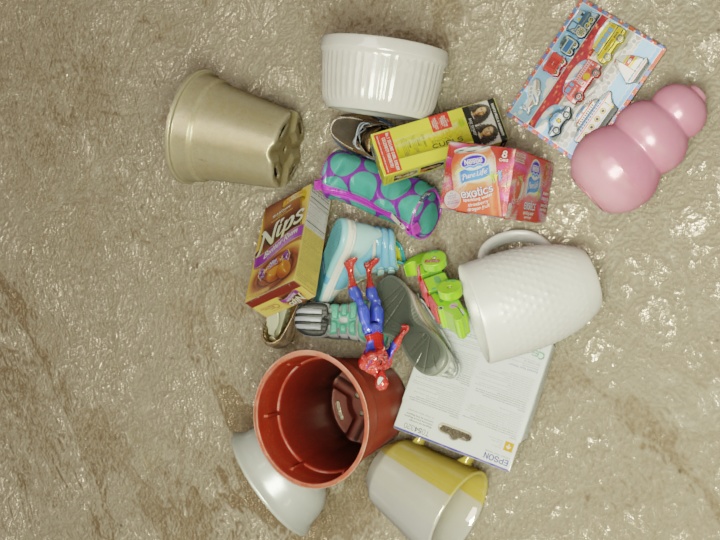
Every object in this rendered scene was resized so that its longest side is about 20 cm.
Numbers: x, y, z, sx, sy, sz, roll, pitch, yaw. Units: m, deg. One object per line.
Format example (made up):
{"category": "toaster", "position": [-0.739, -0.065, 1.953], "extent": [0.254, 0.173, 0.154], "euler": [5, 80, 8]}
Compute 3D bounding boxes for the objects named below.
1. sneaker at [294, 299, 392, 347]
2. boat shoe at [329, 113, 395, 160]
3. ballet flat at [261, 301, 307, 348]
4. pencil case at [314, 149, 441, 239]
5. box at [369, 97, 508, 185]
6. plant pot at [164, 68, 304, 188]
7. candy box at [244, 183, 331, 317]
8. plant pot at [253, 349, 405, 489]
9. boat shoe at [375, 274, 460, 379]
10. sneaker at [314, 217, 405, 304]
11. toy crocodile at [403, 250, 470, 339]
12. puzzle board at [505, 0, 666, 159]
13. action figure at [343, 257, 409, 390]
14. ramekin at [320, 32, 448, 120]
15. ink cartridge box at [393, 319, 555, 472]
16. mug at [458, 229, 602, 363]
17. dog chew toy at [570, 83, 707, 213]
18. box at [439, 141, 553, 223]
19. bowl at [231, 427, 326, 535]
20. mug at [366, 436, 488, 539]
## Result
{"category": "sneaker", "position": [-0.006, 0.085, 1.377], "extent": [0.198, 0.088, 0.075], "euler": [8, 83, 4]}
{"category": "boat shoe", "position": [0.026, -0.215, 1.356], "extent": [0.199, 0.072, 0.073], "euler": [20, 98, 27]}
{"category": "ballet flat", "position": [-0.123, 0.041, 1.431], "extent": [0.068, 0.067, 0.202], "euler": [18, 97, 27]}
{"category": "pencil case", "position": [0.030, -0.124, 1.342], "extent": [0.199, 0.092, 0.086], "euler": [25, 141, 27]}
{"category": "box", "position": [0.118, -0.196, 1.270], "extent": [0.198, 0.050, 0.076], "euler": [-16, 80, -3]}
{"category": "plant pot", "position": [-0.203, -0.224, 1.426], "extent": [0.182, 0.200, 0.202], "euler": [16, 96, 15]}
{"category": "candy box", "position": [-0.118, -0.034, 1.375], "extent": [0.116, 0.056, 0.201], "euler": [-24, 43, 35]}
{"category": "plant pot", "position": [-0.032, 0.218, 1.307], "extent": [0.199, 0.195, 0.203], "euler": [0, 89, 27]}
{"category": "boat shoe", "position": [0.083, 0.087, 1.279], "extent": [0.075, 0.065, 0.202], "euler": [-48, 48, 11]}
{"category": "sneaker", "position": [0.000, 0.000, 1.366], "extent": [0.200, 0.129, 0.080], "euler": [118, 152, -49]}
{"category": "toy crocodile", "position": [0.118, 0.033, 1.262], "extent": [0.061, 0.068, 0.201], "euler": [-19, 38, -3]}
{"category": "puzzle board", "position": [0.327, -0.277, 1.231], "extent": [0.150, 0.017, 0.201], "euler": [40, 107, 23]}
{"category": "action figure", "position": [0.029, 0.073, 1.230], "extent": [0.099, 0.065, 0.202], "euler": [-28, 66, 55]}
{"category": "ramekin", "position": [0.032, -0.293, 1.286], "extent": [0.199, 0.200, 0.106], "euler": [11, 98, 27]}
{"category": "ink cartridge box", "position": [0.171, 0.177, 1.263], "extent": [0.195, 0.043, 0.202], "euler": [17, 82, 26]}
{"category": "mug", "position": [0.238, 0.018, 1.203], "extent": [0.174, 0.148, 0.201], "euler": [-17, 48, 0]}
{"category": "dog chew toy", "position": [0.386, -0.174, 1.144], "extent": [0.200, 0.124, 0.125], "euler": [-44, 70, 11]}
{"category": "box", "position": [0.199, -0.123, 1.191], "extent": [0.099, 0.200, 0.096], "euler": [11, 96, 27]}
{"category": "bowl", "position": [-0.115, 0.323, 1.368], "extent": [0.090, 0.201, 0.202], "euler": [-38, 71, 1]}
{"category": "mug", "position": [0.103, 0.326, 1.286], "extent": [0.153, 0.186, 0.150], "euler": [26, 143, 34]}
